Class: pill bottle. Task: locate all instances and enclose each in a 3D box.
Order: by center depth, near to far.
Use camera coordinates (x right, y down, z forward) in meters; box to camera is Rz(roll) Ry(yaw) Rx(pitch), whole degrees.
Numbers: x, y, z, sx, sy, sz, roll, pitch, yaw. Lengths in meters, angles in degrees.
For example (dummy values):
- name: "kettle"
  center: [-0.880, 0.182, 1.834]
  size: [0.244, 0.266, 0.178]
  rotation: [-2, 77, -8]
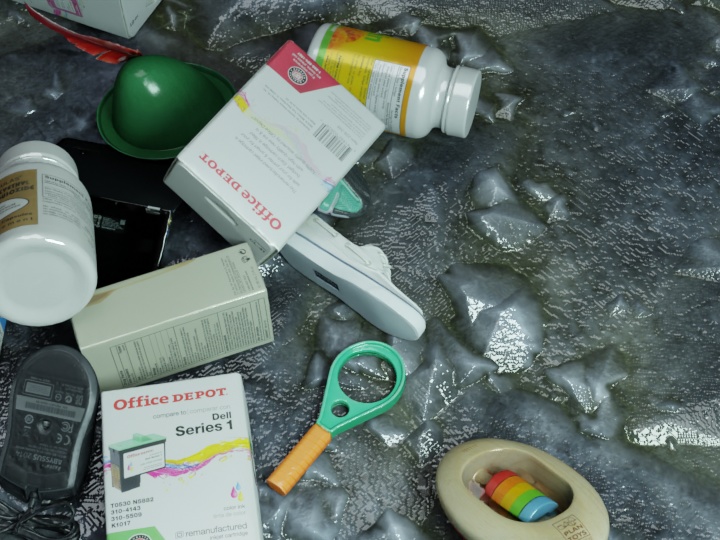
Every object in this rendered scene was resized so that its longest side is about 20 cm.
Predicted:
- name: "pill bottle"
  center: [-0.333, -0.046, 1.263]
  size: [0.114, 0.114, 0.200]
  rotation: [-11, 38, -7]
- name: "pill bottle"
  center: [0.039, -0.221, 1.468]
  size: [0.200, 0.111, 0.111]
  rotation: [15, 58, 9]

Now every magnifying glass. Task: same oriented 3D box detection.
- name: "magnifying glass"
  center: [-0.026, 0.152, 1.278]
  size: [0.080, 0.022, 0.200]
  rotation: [32, 63, 19]

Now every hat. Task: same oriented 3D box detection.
- name: "hat"
  center: [-0.247, -0.243, 1.433]
  size: [0.200, 0.176, 0.166]
  rotation: [-32, 56, -23]

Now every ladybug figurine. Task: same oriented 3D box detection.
- name: "ladybug figurine"
  center: [0.153, 0.233, 1.166]
  size: [0.136, 0.072, 0.200]
  rotation: [-19, 32, -25]

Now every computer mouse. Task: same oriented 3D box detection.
- name: "computer mouse"
  center: [-0.318, 0.172, 1.228]
  size: [0.138, 0.053, 0.200]
  rotation: [16, 86, 5]

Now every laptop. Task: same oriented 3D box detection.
- name: "laptop"
  center: [-0.297, -0.053, 1.419]
  size: [0.187, 0.116, 0.200]
  rotation: [11, 86, 8]

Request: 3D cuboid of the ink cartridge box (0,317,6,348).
- name: "ink cartridge box"
  center: [-0.428, 0.078, 1.252]
  size: [0.084, 0.146, 0.200]
  rotation: [-1, 57, -1]

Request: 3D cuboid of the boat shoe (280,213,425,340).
- name: "boat shoe"
  center: [0.000, 0.000, 1.346]
  size: [0.200, 0.074, 0.065]
  rotation: [36, 68, 20]

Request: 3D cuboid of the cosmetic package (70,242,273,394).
- name: "cosmetic package"
  center: [-0.198, 0.052, 1.295]
  size: [0.200, 0.105, 0.071]
  rotation: [-17, 56, -12]

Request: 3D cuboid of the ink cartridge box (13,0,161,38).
- name: "ink cartridge box"
  center: [-0.357, -0.403, 1.604]
  size: [0.200, 0.085, 0.145]
  rotation: [20, 59, 11]

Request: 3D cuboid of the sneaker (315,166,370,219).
- name: "sneaker"
  center: [-0.086, -0.113, 1.429]
  size: [0.200, 0.088, 0.075]
  rotation: [26, 69, -12]

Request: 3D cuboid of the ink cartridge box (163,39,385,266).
- name: "ink cartridge box"
  center: [-0.093, -0.127, 1.335]
  size: [0.148, 0.086, 0.200]
  rotation: [43, 67, -5]

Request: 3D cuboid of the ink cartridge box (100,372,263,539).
- name: "ink cartridge box"
  center: [-0.175, 0.211, 1.201]
  size: [0.145, 0.084, 0.200]
  rotation: [-8, 57, -5]
